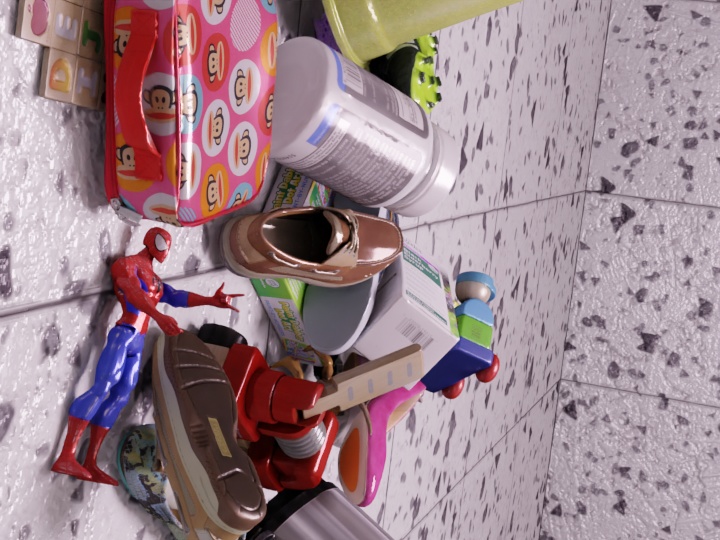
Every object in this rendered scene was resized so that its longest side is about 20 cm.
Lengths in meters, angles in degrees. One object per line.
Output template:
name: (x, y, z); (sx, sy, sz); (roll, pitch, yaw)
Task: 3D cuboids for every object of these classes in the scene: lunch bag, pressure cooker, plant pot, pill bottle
lunch bag: (-0.130, -0.134, 0.887); (0.176, 0.082, 0.201); (-37, 133, -64)
pressure cooker: (-0.052, 0.302, 1.181); (0.178, 0.200, 0.176); (-31, 153, -41)
plant pot: (0.065, -0.310, 1.158); (0.200, 0.184, 0.201); (-9, 90, -75)
pill bottle: (-0.004, -0.127, 1.120); (0.200, 0.114, 0.114); (25, 73, -42)

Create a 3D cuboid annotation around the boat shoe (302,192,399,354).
boat shoe: (0.000, 0.000, 1.237); (0.091, 0.071, 0.201); (50, 51, -64)

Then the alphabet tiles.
alphabet tiles: (-0.179, -0.198, 0.850); (0.200, 0.006, 0.167); (-1, 99, -71)

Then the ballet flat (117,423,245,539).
ballet flat: (-0.145, 0.193, 1.037); (0.200, 0.074, 0.074); (68, 36, -56)

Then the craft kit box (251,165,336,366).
craft kit box: (-0.048, -0.032, 1.259); (0.200, 0.048, 0.198); (71, 30, -54)

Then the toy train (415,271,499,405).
toy train: (0.084, 0.083, 1.365); (0.200, 0.084, 0.116); (-36, -146, 55)

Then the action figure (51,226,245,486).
action figure: (-0.157, 0.064, 0.906); (0.065, 0.099, 0.201); (48, 51, -67)

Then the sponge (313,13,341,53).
sponge: (0.000, -0.176, 1.276); (0.200, 0.030, 0.112); (57, 16, -63)

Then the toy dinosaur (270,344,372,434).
toy dinosaur: (-0.035, 0.126, 1.214); (0.060, 0.200, 0.106); (-25, 84, -30)

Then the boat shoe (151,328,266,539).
boat shoe: (-0.140, 0.135, 0.952); (0.072, 0.076, 0.200); (26, 29, -39)

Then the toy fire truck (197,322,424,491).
toy fire truck: (-0.048, 0.126, 1.081); (0.176, 0.199, 0.129); (70, 35, -55)

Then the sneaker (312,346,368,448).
sneaker: (-0.003, 0.114, 1.328); (0.074, 0.088, 0.200); (-42, -146, 47)

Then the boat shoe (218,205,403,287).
boat shoe: (-0.033, -0.025, 1.117); (0.200, 0.072, 0.076); (-5, 81, -39)

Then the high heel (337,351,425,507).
high heel: (0.029, 0.167, 1.208); (0.067, 0.096, 0.200); (-58, -160, 28)

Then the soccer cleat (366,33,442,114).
soccer cleat: (0.041, -0.211, 1.260); (0.200, 0.081, 0.068); (-85, 158, -57)

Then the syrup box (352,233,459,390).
syrup box: (0.045, 0.037, 1.282); (0.081, 0.079, 0.200); (-47, -166, 17)
